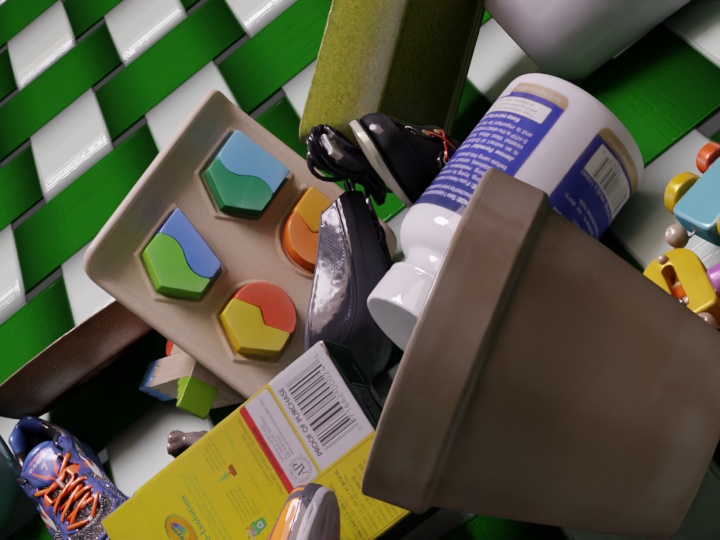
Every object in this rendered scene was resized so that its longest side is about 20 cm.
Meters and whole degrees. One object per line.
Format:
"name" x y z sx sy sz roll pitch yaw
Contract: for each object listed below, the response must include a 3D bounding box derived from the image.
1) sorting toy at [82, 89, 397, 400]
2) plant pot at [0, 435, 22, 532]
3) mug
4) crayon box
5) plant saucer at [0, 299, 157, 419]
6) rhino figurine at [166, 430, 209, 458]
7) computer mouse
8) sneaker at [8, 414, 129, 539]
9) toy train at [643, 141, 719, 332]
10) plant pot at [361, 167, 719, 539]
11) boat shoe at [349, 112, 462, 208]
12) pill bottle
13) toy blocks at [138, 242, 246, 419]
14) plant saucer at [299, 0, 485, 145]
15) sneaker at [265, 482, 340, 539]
"sorting toy" -0.085 -0.015 1.224 0.186 0.200 0.036 -56 12 -24
"plant pot" -0.375 0.172 1.317 0.160 0.201 0.200 -35 31 -9
"mug" 0.189 -0.231 1.292 0.153 0.186 0.150 -44 64 10
"crayon box" -0.059 0.156 1.037 0.199 0.051 0.128 -38 70 14
"plant saucer" -0.230 0.071 1.358 0.200 0.037 0.200 -36 0 0
"rhino figurine" -0.109 0.196 1.122 0.087 0.060 0.201 -11 45 23
"computer mouse" 0.000 0.000 1.176 0.052 0.138 0.202 0 80 21
"sneaker" -0.233 0.175 1.260 0.075 0.079 0.200 -47 32 -9
"toy train" 0.250 -0.003 0.997 0.149 0.056 0.201 -12 45 35
"plant pot" 0.116 0.065 0.912 0.172 0.201 0.201 21 56 6
"boat shoe" 0.046 -0.082 1.188 0.063 0.201 0.074 -34 70 10
"pill bottle" 0.098 -0.028 1.120 0.200 0.120 0.119 -51 33 -17
"toy blocks" -0.114 0.033 1.301 0.136 0.099 0.202 -18 48 62
"plant saucer" 0.041 -0.181 1.263 0.048 0.199 0.202 18 95 26
"sneaker" -0.088 0.211 0.970 0.111 0.077 0.202 21 94 18
